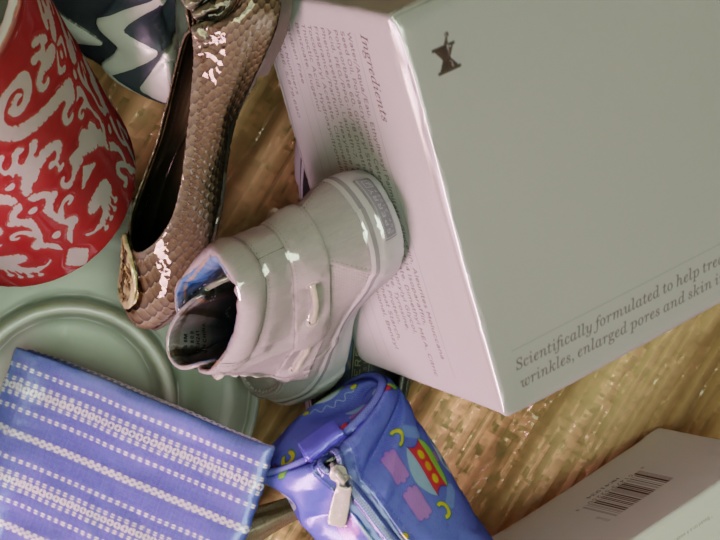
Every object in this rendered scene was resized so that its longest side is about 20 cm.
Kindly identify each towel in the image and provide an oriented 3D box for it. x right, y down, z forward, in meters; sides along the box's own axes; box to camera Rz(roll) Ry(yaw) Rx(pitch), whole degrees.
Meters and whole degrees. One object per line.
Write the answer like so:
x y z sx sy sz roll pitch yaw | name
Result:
-0.137 0.152 1.360 0.144 0.024 0.201 21 92 18 | towel

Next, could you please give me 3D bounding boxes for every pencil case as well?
0.031 0.145 1.377 0.078 0.087 0.201 -33 98 11 | pencil case

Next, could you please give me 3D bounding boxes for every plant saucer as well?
-0.146 0.062 1.422 0.199 0.050 0.202 -2 105 -7 | plant saucer

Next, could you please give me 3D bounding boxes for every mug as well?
-0.183 -0.098 1.298 0.133 0.200 0.179 -11 65 11 | mug

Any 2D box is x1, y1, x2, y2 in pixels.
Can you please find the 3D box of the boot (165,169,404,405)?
-0.052 0.020 1.339 0.095 0.200 0.074 -22 72 -24 | boot

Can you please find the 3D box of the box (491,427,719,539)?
0.167 0.201 1.456 0.124 0.097 0.201 -29 107 -25 | box

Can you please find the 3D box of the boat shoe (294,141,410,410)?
0.000 0.000 1.417 0.069 0.066 0.201 3 104 -9 | boat shoe

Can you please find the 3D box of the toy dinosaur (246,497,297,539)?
-0.070 0.135 1.443 0.199 0.106 0.061 -26 84 4 | toy dinosaur

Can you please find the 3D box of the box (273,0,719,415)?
0.085 -0.070 1.340 0.198 0.130 0.201 -26 112 -25 | box

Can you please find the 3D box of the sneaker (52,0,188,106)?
-0.134 -0.172 1.318 0.129 0.200 0.080 19 59 16 | sneaker

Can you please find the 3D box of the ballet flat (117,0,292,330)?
-0.083 -0.060 1.321 0.046 0.068 0.201 5 125 -27 | ballet flat
